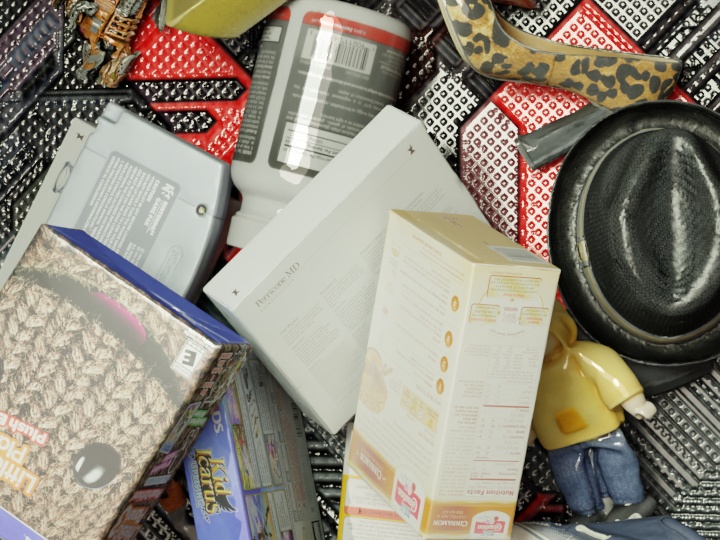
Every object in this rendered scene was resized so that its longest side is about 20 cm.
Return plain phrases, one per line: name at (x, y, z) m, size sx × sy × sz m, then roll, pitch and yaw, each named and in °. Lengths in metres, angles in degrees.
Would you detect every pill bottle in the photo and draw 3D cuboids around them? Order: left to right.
pill bottle at (-0.037, -0.106, 1.675) m, size 0.115 × 0.116 × 0.201 m, roll 14°, pitch 91°, yaw 14°

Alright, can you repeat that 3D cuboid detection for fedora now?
fedora at (0.228, -0.032, 1.577) m, size 0.199 × 0.092 × 0.202 m, roll 0°, pitch 84°, yaw 2°

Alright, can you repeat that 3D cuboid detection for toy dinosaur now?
toy dinosaur at (-0.215, -0.255, 1.745) m, size 0.135 × 0.102 × 0.201 m, roll 10°, pitch 84°, yaw 5°

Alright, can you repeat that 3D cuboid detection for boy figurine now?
boy figurine at (0.159, 0.099, 1.591) m, size 0.124 × 0.064 × 0.201 m, roll -11°, pitch 107°, yaw 36°

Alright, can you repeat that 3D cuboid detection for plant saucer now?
plant saucer at (-0.057, -0.256, 1.668) m, size 0.199 × 0.200 × 0.049 m, roll -35°, pitch 110°, yaw 10°

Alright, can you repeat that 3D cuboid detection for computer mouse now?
computer mouse at (0.206, 0.049, 1.638) m, size 0.199 × 0.053 × 0.139 m, roll -26°, pitch 82°, yaw 11°

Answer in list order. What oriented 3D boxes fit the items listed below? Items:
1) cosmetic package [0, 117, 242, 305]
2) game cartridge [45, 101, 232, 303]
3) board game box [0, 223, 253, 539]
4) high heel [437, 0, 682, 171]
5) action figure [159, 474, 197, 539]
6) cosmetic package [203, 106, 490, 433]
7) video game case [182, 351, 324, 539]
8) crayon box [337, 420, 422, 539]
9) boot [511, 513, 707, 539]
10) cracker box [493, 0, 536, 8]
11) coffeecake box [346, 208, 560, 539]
cosmetic package at (-0.207, -0.001, 1.746) m, size 0.150 × 0.052 × 0.201 m, roll 27°, pitch 94°, yaw 16°
game cartridge at (-0.186, -0.015, 1.697) m, size 0.133 × 0.040 × 0.201 m, roll 29°, pitch 95°, yaw 17°
board game box at (-0.201, 0.094, 1.521) m, size 0.159 × 0.097 × 0.201 m, roll 33°, pitch 94°, yaw 10°
high heel at (0.147, -0.187, 1.633) m, size 0.142 × 0.072 × 0.201 m, roll -27°, pitch 111°, yaw 16°
action figure at (-0.187, 0.143, 1.646) m, size 0.104 × 0.193 × 0.201 m, roll 3°, pitch 64°, yaw 46°
cosmetic package at (0.000, 0.000, 1.619) m, size 0.200 × 0.151 × 0.052 m, roll -45°, pitch 39°, yaw -11°
video game case at (-0.082, 0.163, 1.637) m, size 0.045 × 0.181 × 0.201 m, roll -12°, pitch 84°, yaw 14°
crayon box at (0.045, 0.222, 1.669) m, size 0.125 × 0.052 × 0.201 m, roll 5°, pitch 87°, yaw 14°
boot at (0.174, 0.211, 1.557) m, size 0.090 × 0.200 × 0.073 m, roll -31°, pitch 115°, yaw -22°
cracker box at (0.092, -0.317, 1.684) m, size 0.133 × 0.058 × 0.201 m, roll 14°, pitch 90°, yaw 14°
coffeecake box at (0.063, 0.073, 1.543) m, size 0.073 × 0.153 × 0.201 m, roll 4°, pitch 104°, yaw -23°
